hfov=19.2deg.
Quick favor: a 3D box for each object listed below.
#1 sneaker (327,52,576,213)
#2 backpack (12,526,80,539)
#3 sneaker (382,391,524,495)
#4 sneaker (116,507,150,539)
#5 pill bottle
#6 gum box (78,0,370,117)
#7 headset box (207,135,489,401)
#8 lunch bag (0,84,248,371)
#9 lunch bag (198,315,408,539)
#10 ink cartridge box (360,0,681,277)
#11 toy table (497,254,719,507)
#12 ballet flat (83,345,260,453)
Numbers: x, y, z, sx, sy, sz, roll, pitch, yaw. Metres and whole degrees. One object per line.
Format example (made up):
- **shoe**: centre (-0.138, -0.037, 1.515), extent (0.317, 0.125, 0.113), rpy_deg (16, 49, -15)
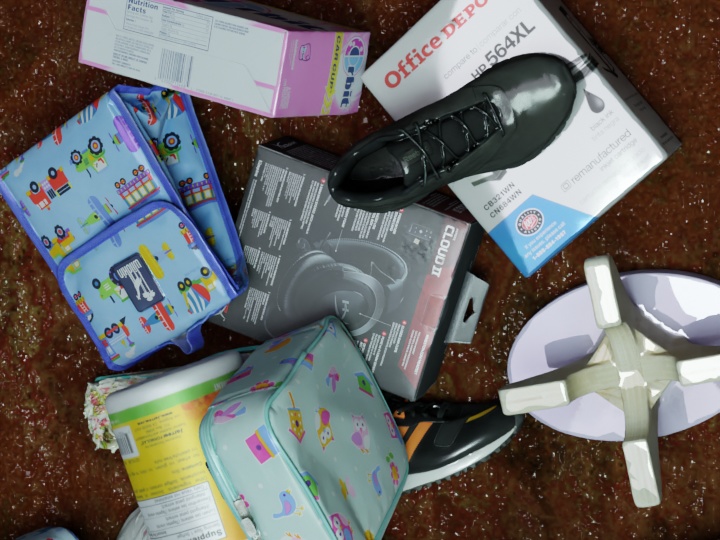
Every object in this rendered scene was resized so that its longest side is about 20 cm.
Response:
- **sneaker**: centre (0.064, -0.091, 1.527), extent (0.199, 0.091, 0.076), rpy_deg (-29, 89, 20)
- **backpack**: centre (-0.260, 0.317, 1.723), extent (0.146, 0.183, 0.201), rpy_deg (-19, 88, -26)
- **sneaker**: centre (0.028, 0.125, 1.672), extent (0.199, 0.070, 0.091), rpy_deg (-22, 96, 20)
- **sneaker**: centre (-0.156, 0.210, 1.725), extent (0.075, 0.100, 0.201), rpy_deg (36, 108, 6)
- **pill bottle**: centre (-0.111, 0.171, 1.608), extent (0.110, 0.111, 0.201), rpy_deg (-19, 91, 18)
- **gum box**: centre (-0.108, -0.171, 1.615), extent (0.199, 0.113, 0.067), rpy_deg (18, 105, 30)
- **headset box**: centre (0.000, 0.000, 1.656), extent (0.199, 0.077, 0.150), rpy_deg (20, 105, 11)
- **lunch bag**: centre (-0.172, -0.026, 1.667), extent (0.150, 0.094, 0.201), rpy_deg (-31, 82, 33)
- **lunch bag**: centre (-0.037, 0.138, 1.554), extent (0.077, 0.200, 0.161), rpy_deg (-20, 105, 23)
- **ink cartridge box**: centre (0.119, -0.120, 1.597), extent (0.146, 0.084, 0.200), rpy_deg (-42, 87, 19)
- **toy table**: centre (0.200, 0.074, 1.590), extent (0.199, 0.117, 0.185), rpy_deg (-23, 92, 17)
- **ballet flat**: centre (-0.136, 0.109, 1.708), extent (0.199, 0.076, 0.064), rpy_deg (-13, 62, 30)
